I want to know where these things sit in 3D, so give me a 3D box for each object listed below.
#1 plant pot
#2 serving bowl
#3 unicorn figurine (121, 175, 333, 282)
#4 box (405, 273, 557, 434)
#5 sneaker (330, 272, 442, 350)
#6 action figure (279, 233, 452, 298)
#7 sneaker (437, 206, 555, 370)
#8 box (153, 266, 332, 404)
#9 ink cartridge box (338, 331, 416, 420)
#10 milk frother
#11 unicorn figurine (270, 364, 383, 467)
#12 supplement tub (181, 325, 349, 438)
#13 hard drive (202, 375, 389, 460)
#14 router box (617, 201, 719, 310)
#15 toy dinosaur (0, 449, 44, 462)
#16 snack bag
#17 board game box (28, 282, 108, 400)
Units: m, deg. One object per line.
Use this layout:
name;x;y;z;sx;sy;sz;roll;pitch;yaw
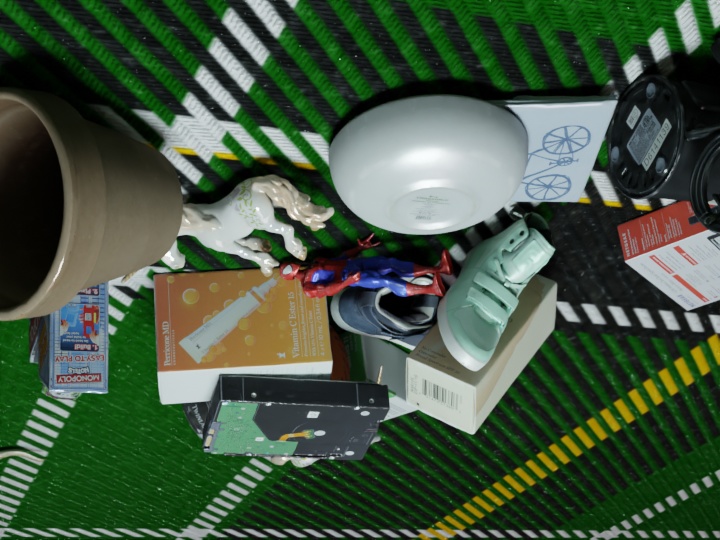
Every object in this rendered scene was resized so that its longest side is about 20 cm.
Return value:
plant pot;-0.259;-0.057;1.166;0.199;0.202;0.174;-26;165;34
serving bowl;0.068;-0.088;1.259;0.198;0.066;0.201;-2;154;-1
unicorn figurine;-0.131;-0.043;1.327;0.137;0.074;0.200;29;124;-33
box;0.141;0.083;1.482;0.094;0.200;0.078;21;136;25
sneaker;0.083;0.051;1.530;0.200;0.078;0.146;7;168;-25
action figure;0.000;0.000;1.446;0.198;0.066;0.052;-3;133;23
sneaker;0.152;0.012;1.403;0.074;0.201;0.118;37;130;-14
box;-0.138;0.074;1.503;0.198;0.126;0.098;-4;154;-8
ink cartridge box;-0.043;0.162;1.748;0.199;0.084;0.146;-21;151;24
milk frother;0.363;-0.096;1.201;0.186;0.202;0.181;5;148;-23
unicorn figurine;-0.027;0.206;1.652;0.199;0.074;0.137;-35;173;4
supplement tub;-0.120;0.139;1.639;0.199;0.124;0.122;-20;151;26
hard drive;-0.078;0.173;1.508;0.198;0.038;0.140;3;146;-14
router box;0.424;-0.030;1.518;0.178;0.049;0.199;-22;150;28
toy dinosaur;-0.576;0.284;1.908;0.198;0.048;0.088;-9;168;2
snack bag;0.144;-0.119;1.301;0.198;0.022;0.189;-2;153;-4
board game box;-0.302;0.050;1.326;0.061;0.202;0.200;4;152;-23
